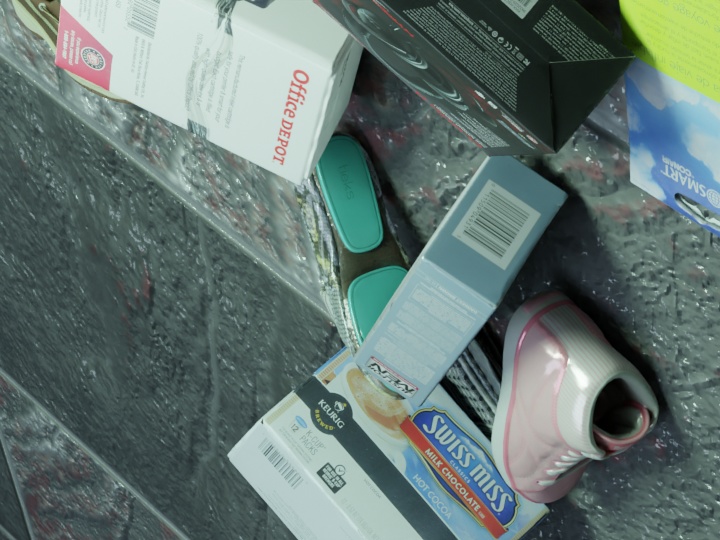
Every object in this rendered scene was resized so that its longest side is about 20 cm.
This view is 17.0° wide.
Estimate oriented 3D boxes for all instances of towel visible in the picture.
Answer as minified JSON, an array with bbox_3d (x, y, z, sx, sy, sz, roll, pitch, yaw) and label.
[{"bbox_3d":[0.060,0.087,1.846,0.193,0.035,0.200,59,155,-12],"label":"towel"}]

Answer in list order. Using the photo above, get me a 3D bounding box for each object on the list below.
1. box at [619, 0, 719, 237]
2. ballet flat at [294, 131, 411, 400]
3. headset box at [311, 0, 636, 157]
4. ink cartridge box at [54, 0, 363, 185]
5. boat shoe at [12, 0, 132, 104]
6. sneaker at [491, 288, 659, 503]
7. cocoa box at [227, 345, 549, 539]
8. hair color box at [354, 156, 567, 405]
[{"bbox_3d":[0.198,-0.106,1.313,0.122,0.048,0.200,36,151,36],"label":"box"},{"bbox_3d":[0.000,0.000,1.752,0.072,0.072,0.201,-30,75,66],"label":"ballet flat"},{"bbox_3d":[0.059,-0.141,1.392,0.149,0.077,0.200,41,175,-9],"label":"headset box"},{"bbox_3d":[-0.099,-0.165,1.640,0.199,0.084,0.145,26,148,5],"label":"ink cartridge box"},{"bbox_3d":[-0.218,-0.202,1.907,0.202,0.075,0.075,35,145,36],"label":"boat shoe"},{"bbox_3d":[0.150,0.113,1.665,0.105,0.075,0.201,42,150,35],"label":"sneaker"},{"bbox_3d":[0.020,0.163,1.835,0.200,0.131,0.133,49,158,4],"label":"cocoa box"},{"bbox_3d":[0.064,0.008,1.618,0.061,0.099,0.200,34,155,1],"label":"hair color box"}]
